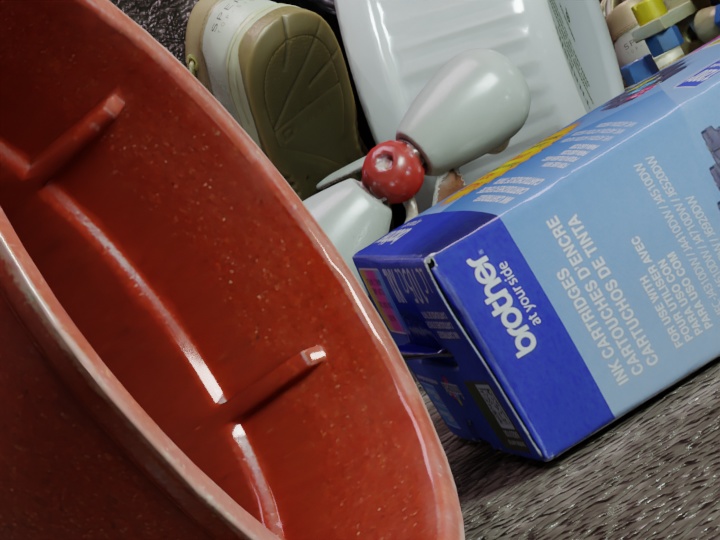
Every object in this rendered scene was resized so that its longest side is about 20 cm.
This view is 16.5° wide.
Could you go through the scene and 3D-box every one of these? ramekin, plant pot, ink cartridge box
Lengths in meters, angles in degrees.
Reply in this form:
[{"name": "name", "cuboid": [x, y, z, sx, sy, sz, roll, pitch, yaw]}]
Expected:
[{"name": "ramekin", "cuboid": [0.064, -0.106, 1.206, 0.094, 0.203, 0.202, -17, 8, 15]}, {"name": "plant pot", "cuboid": [-0.111, 0.055, 0.632, 0.195, 0.201, 0.201, -37, 3, 16]}, {"name": "ink cartridge box", "cuboid": [0.081, -0.008, 0.788, 0.200, 0.076, 0.136, -33, 5, -9]}]

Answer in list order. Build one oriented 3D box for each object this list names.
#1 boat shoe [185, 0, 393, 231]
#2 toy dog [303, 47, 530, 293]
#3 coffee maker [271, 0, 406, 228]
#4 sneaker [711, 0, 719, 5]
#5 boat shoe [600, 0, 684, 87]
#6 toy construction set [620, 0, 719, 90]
[{"name": "boat shoe", "cuboid": [-0.035, -0.045, 1.159, 0.074, 0.200, 0.066, -32, 42, -28]}, {"name": "toy dog", "cuboid": [0.000, 0.000, 1.079, 0.200, 0.132, 0.096, -25, -33, 5]}, {"name": "coffee maker", "cuboid": [0.001, -0.106, 1.395, 0.135, 0.200, 0.192, 25, 52, 27]}, {"name": "sneaker", "cuboid": [0.244, -0.204, 1.668, 0.146, 0.081, 0.200, -21, 7, 41]}, {"name": "boat shoe", "cuboid": [0.195, -0.166, 1.679, 0.074, 0.069, 0.200, -30, 5, 7]}, {"name": "toy construction set", "cuboid": [0.237, -0.166, 1.397, 0.131, 0.092, 0.200, -25, 18, 49]}]
